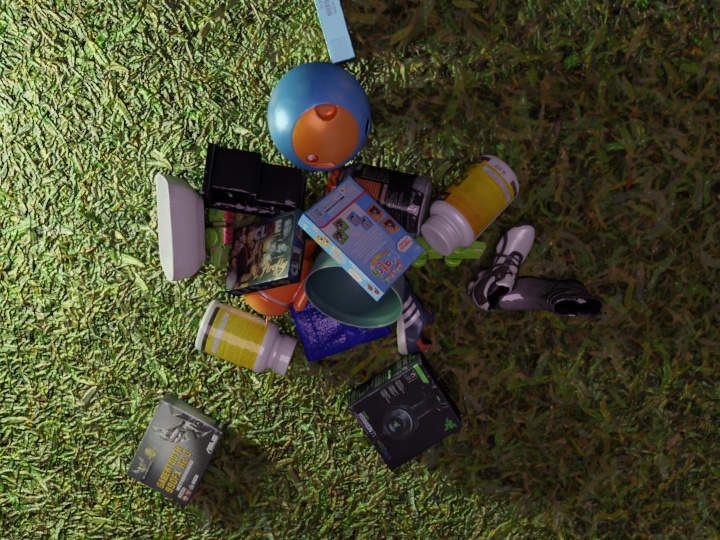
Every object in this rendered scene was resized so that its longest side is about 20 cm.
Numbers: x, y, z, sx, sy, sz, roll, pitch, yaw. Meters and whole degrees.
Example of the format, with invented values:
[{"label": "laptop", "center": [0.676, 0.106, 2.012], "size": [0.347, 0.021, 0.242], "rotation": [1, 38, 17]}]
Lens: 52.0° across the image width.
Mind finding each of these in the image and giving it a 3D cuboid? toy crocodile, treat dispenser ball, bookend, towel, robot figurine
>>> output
[{"label": "toy crocodile", "center": [-0.284, -0.107, 1.506], "size": [0.060, 0.067, 0.205], "rotation": [0, 91, 17]}, {"label": "treat dispenser ball", "center": [-0.079, -0.291, 1.405], "size": [0.196, 0.201, 0.206], "rotation": [1, 102, 2]}, {"label": "bookend", "center": [-0.193, -0.160, 1.389], "size": [0.195, 0.199, 0.094], "rotation": [8, 86, -10]}, {"label": "towel", "center": [-0.045, 0.100, 1.564], "size": [0.196, 0.050, 0.150], "rotation": [-19, 100, 6]}, {"label": "toy crocodile", "center": [0.158, -0.049, 1.512], "size": [0.195, 0.068, 0.063], "rotation": [0, 65, 1]}, {"label": "robot figurine", "center": [-0.169, 0.007, 1.517], "size": [0.142, 0.117, 0.202], "rotation": [29, 101, -21]}]

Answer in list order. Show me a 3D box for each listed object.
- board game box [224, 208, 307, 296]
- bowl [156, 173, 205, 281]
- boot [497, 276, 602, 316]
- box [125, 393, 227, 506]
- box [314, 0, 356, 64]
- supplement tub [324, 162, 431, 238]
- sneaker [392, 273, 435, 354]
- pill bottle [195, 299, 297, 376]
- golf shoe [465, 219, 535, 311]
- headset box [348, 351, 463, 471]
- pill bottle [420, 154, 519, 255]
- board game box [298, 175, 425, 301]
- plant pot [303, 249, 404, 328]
[{"label": "board game box", "center": [-0.184, -0.032, 1.438], "size": [0.198, 0.034, 0.138], "rotation": [-13, 63, 42]}, {"label": "bowl", "center": [-0.359, -0.089, 1.476], "size": [0.073, 0.199, 0.205], "rotation": [-5, 104, -23]}, {"label": "boot", "center": [0.377, 0.057, 1.493], "size": [0.195, 0.132, 0.071], "rotation": [-8, 103, 4]}, {"label": "box", "center": [-0.408, 0.398, 1.643], "size": [0.156, 0.048, 0.203], "rotation": [28, 101, -4]}, {"label": "box", "center": [-0.058, -0.501, 1.421], "size": [0.048, 0.082, 0.204], "rotation": [-16, 101, 4]}, {"label": "supplement tub", "center": [0.035, -0.142, 1.463], "size": [0.196, 0.122, 0.125], "rotation": [14, 103, 10]}, {"label": "sneaker", "center": [0.112, 0.074, 1.542], "size": [0.082, 0.075, 0.204], "rotation": [-6, 111, 5]}, {"label": "pill bottle", "center": [-0.236, 0.147, 1.550], "size": [0.196, 0.111, 0.113], "rotation": [21, 102, -1]}, {"label": "golf shoe", "center": [0.301, -0.003, 1.497], "size": [0.077, 0.095, 0.202], "rotation": [25, 106, -28]}, {"label": "headset box", "center": [0.102, 0.292, 1.576], "size": [0.198, 0.093, 0.176], "rotation": [-32, 99, 8]}, {"label": "pill bottle", "center": [0.210, -0.124, 1.440], "size": [0.200, 0.109, 0.110], "rotation": [-44, 98, -16]}, {"label": "board game box", "center": [0.005, -0.062, 1.345], "size": [0.200, 0.151, 0.037], "rotation": [43, 139, 4]}, {"label": "plant pot", "center": [0.000, 0.000, 1.450], "size": [0.196, 0.136, 0.202], "rotation": [11, 146, 8]}]
